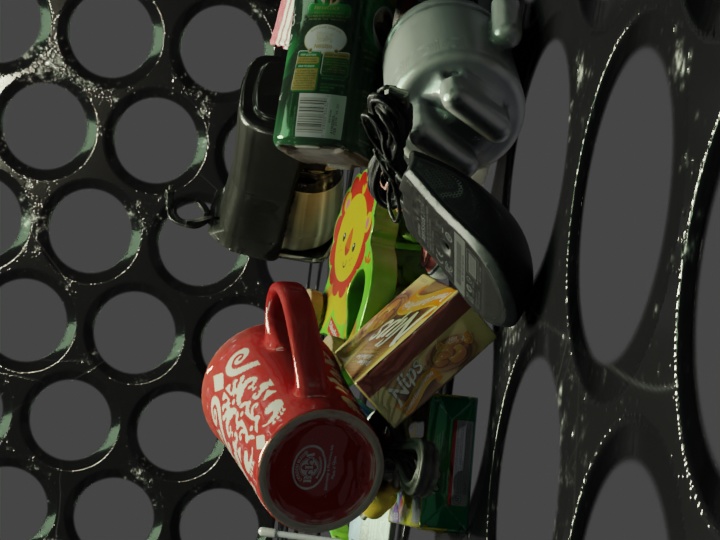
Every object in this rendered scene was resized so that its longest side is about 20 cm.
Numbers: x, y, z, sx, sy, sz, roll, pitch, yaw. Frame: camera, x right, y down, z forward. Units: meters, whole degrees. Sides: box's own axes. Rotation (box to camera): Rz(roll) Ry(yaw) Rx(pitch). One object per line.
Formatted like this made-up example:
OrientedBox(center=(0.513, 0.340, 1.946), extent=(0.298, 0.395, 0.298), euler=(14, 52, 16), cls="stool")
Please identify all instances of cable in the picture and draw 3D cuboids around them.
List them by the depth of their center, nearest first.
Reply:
OrientedBox(center=(0.040, 0.158, 1.256), extent=(0.200, 0.050, 0.098), euler=(-30, 42, 66), cls="cable")

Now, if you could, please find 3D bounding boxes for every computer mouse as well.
OrientedBox(center=(0.075, -0.045, 1.130), extent=(0.200, 0.053, 0.139), euler=(53, 161, 26), cls="computer mouse")

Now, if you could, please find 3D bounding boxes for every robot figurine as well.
OrientedBox(center=(0.076, -0.158, 1.242), extent=(0.170, 0.113, 0.200), euler=(-44, 24, 22), cls="robot figurine")

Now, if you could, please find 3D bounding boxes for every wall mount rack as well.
OrientedBox(center=(-0.025, 0.245, 1.612), extent=(0.173, 0.074, 0.201), euler=(10, 94, 46), cls="wall mount rack")

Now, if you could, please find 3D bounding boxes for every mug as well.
OrientedBox(center=(-0.066, 0.120, 1.280), extent=(0.178, 0.133, 0.200), euler=(64, 174, -20), cls="mug")

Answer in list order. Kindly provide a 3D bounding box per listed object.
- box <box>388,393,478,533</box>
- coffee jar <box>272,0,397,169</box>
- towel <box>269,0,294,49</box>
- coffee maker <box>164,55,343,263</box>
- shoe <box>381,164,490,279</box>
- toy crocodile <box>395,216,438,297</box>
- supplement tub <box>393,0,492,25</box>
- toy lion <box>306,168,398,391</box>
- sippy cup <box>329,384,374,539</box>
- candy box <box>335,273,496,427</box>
OrientedBox(center=(0.061, 0.174, 1.337), extent=(0.200, 0.048, 0.118), euler=(145, 131, -78), cls="box")
OrientedBox(center=(-0.019, -0.195, 1.303), extent=(0.104, 0.085, 0.201), euler=(25, -108, -71), cls="coffee jar")
OrientedBox(center=(-0.029, -0.304, 1.552), extent=(0.200, 0.030, 0.147), euler=(12, 87, 63), cls="towel")
OrientedBox(center=(-0.098, -0.114, 1.572), extent=(0.200, 0.191, 0.135), euler=(105, 151, -48), cls="coffee maker")
OrientedBox(center=(0.060, -0.070, 1.391), extent=(0.201, 0.090, 0.072), euler=(104, 170, -50), cls="shoe")
OrientedBox(center=(0.046, -0.003, 1.577), extent=(0.200, 0.061, 0.068), euler=(-92, 11, -56), cls="toy crocodile")
OrientedBox(center=(0.075, -0.243, 1.373), extent=(0.107, 0.106, 0.201), euler=(-97, 16, -66), cls="supplement tub")
OrientedBox(center=(0.000, 0.000, 1.483), extent=(0.200, 0.068, 0.193), euler=(-117, 43, -66), cls="toy lion")
OrientedBox(center=(-0.023, 0.220, 1.720), extent=(0.140, 0.178, 0.130), euler=(-40, 17, -6), cls="sippy cup")
OrientedBox(center=(0.044, 0.066, 1.300), extent=(0.115, 0.055, 0.200), euler=(-42, 8, -2), cls="candy box")
